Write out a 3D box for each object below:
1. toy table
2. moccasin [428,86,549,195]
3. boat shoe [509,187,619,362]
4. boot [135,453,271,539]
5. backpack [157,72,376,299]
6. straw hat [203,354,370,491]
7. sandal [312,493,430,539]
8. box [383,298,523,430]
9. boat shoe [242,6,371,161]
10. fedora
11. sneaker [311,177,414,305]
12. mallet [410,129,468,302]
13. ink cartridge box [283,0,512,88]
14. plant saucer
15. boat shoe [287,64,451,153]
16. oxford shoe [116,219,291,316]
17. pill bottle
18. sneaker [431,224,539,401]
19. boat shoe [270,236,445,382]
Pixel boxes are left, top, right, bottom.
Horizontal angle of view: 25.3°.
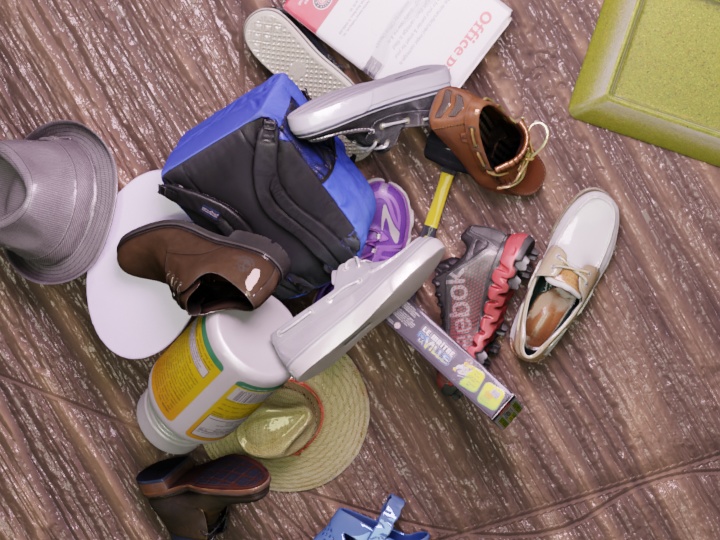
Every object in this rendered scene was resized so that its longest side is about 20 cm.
[{"bbox_3d":[-0.219,-0.014,1.730,0.183,0.117,0.201,27,99,1],"label":"toy table"},{"bbox_3d":[0.146,-0.130,1.650,0.077,0.201,0.074,16,73,34],"label":"moccasin"},{"bbox_3d":[0.223,0.009,1.719,0.074,0.068,0.202,23,100,1],"label":"boat shoe"},{"bbox_3d":[-0.158,0.260,1.763,0.199,0.075,0.098,-4,113,45],"label":"boot"},{"bbox_3d":[-0.074,-0.088,1.653,0.162,0.168,0.200,-26,113,32],"label":"backpack"},{"bbox_3d":[-0.091,0.166,1.762,0.199,0.085,0.203,1,98,5],"label":"straw hat"},{"bbox_3d":[-0.015,0.304,1.786,0.198,0.079,0.088,-13,94,-2],"label":"sandal"},{"bbox_3d":[0.080,0.081,1.657,0.200,0.110,0.035,43,89,16],"label":"box"},{"bbox_3d":[-0.050,-0.203,1.715,0.074,0.062,0.200,-35,110,17],"label":"boat shoe"},{"bbox_3d":[-0.352,-0.079,1.695,0.199,0.090,0.179,23,98,46],"label":"fedora"},{"bbox_3d":[0.000,0.000,1.730,0.080,0.083,0.202,21,98,1],"label":"sneaker"},{"bbox_3d":[0.087,-0.052,1.727,0.065,0.041,0.202,12,95,14],"label":"mallet"},{"bbox_3d":[0.042,-0.273,1.684,0.199,0.084,0.145,38,100,-1],"label":"ink cartridge box"},{"bbox_3d":[0.342,-0.226,1.683,0.198,0.048,0.202,18,100,2],"label":"plant saucer"},{"bbox_3d":[0.018,-0.150,1.585,0.199,0.072,0.072,-20,106,-33],"label":"boat shoe"},{"bbox_3d":[-0.173,0.001,1.602,0.198,0.085,0.073,6,139,32],"label":"oxford shoe"},{"bbox_3d":[-0.155,0.112,1.684,0.113,0.113,0.200,44,132,-2],"label":"pill bottle"},{"bbox_3d":[0.115,0.039,1.734,0.097,0.071,0.202,25,108,14],"label":"sneaker"},{"bbox_3d":[-0.005,0.025,1.598,0.200,0.072,0.069,-42,75,11],"label":"boat shoe"}]
